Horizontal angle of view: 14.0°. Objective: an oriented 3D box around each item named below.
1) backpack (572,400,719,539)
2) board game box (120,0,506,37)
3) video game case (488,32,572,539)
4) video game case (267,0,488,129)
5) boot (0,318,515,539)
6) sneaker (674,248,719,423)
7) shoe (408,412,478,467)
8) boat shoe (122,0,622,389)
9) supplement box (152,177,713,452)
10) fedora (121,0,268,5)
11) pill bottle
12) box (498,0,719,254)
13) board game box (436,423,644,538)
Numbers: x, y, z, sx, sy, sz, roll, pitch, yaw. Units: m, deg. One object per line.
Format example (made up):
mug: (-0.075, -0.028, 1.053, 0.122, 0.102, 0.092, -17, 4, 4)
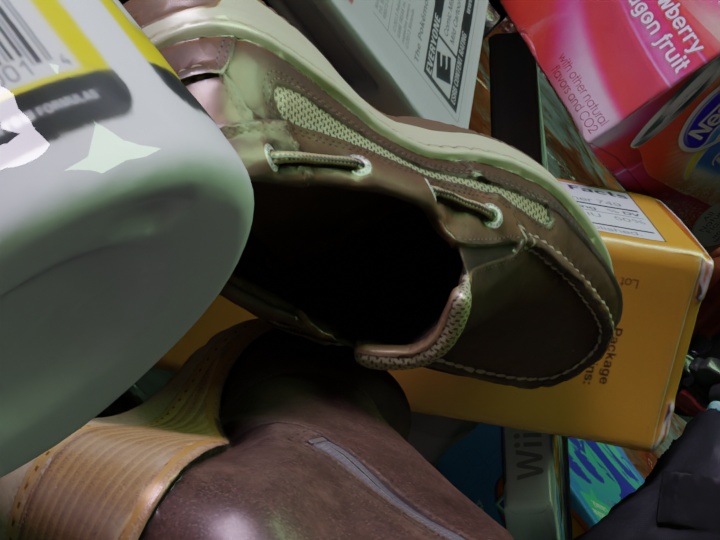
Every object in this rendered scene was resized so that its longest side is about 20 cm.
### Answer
backpack: (0.145, 0.154, 0.947, 0.176, 0.153, 0.200, 46, 10, 24)
board game box: (-0.036, -0.073, 1.029, 0.097, 0.159, 0.200, 47, 9, -2)
video game case: (0.061, 0.038, 1.025, 0.143, 0.018, 0.200, 79, 8, -51)
video game case: (-0.003, -0.158, 0.856, 0.182, 0.023, 0.200, 49, 43, -49)
boot: (0.010, 0.077, 0.752, 0.166, 0.072, 0.200, 24, 14, 24)
sneaker: (0.136, 0.032, 1.050, 0.098, 0.071, 0.200, 44, -2, -19)
shoe: (0.002, 0.028, 1.148, 0.070, 0.053, 0.200, 11, 17, -14)
boat shoe: (0.005, 0.000, 0.780, 0.202, 0.075, 0.075, 26, 32, -43)
supplement box: (0.000, 0.000, 0.890, 0.200, 0.067, 0.069, 11, 17, -11)
fedora: (-0.089, -0.154, 0.814, 0.201, 0.091, 0.201, 27, 59, -59)
pill bottle: (-0.122, -0.057, 0.610, 0.200, 0.114, 0.114, 52, 11, 19)
box: (0.092, -0.116, 0.989, 0.095, 0.100, 0.200, 43, 15, -52)
board game box: (0.108, 0.129, 1.203, 0.200, 0.045, 0.152, 55, 12, 32)
